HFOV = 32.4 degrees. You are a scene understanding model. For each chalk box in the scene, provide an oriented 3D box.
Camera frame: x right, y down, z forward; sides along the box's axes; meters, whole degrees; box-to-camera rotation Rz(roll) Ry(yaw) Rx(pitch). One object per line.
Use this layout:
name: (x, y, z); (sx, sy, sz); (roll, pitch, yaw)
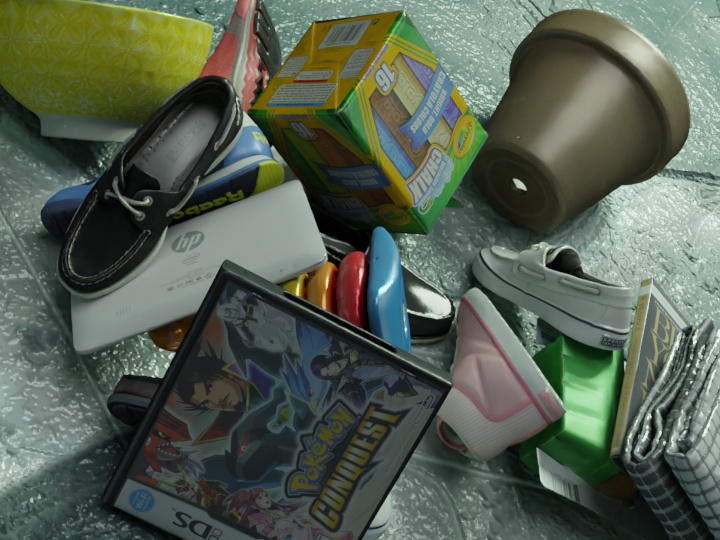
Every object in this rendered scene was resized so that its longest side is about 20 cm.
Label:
chalk box: (0.019, -0.115, 1.117); (0.200, 0.124, 0.124); (51, 60, -34)

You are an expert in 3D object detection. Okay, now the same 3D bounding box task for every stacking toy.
stacking toy: (-0.064, 0.044, 0.944); (0.199, 0.110, 0.116); (-5, 32, 6)

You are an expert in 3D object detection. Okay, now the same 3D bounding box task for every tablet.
tablet: (-0.129, -0.007, 0.960); (0.199, 0.014, 0.130); (-20, 34, -2)

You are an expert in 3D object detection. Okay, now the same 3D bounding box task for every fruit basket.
fruit basket: (0.230, 0.154, 1.107); (0.199, 0.094, 0.186); (32, 43, -26)

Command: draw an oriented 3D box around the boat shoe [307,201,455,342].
boat shoe: (0.000, 0.002, 1.100); (0.201, 0.063, 0.074); (27, 42, -10)

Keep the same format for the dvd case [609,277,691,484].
dvd case: (0.278, 0.125, 1.088); (0.149, 0.016, 0.201); (46, 43, -25)

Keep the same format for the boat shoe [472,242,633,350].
boat shoe: (0.175, 0.007, 1.132); (0.072, 0.066, 0.200); (7, 16, -29)

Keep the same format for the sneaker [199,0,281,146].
sneaker: (-0.126, -0.179, 1.150); (0.086, 0.074, 0.201); (-4, 59, 13)

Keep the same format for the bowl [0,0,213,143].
bowl: (-0.228, -0.165, 1.054); (0.199, 0.200, 0.108); (3, 95, -28)

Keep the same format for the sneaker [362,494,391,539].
sneaker: (-0.014, 0.115, 0.989); (0.073, 0.071, 0.201); (2, 53, -29)

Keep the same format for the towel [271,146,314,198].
towel: (-0.029, -0.131, 1.219); (0.199, 0.024, 0.148); (2, 54, -29)

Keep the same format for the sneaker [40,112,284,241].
sneaker: (-0.167, -0.077, 1.024); (0.199, 0.074, 0.083); (-16, 66, -9)

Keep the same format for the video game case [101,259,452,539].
video game case: (-0.061, 0.119, 0.878); (0.180, 0.201, 0.026); (27, 16, -7)

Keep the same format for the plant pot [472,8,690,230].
plant pot: (0.208, -0.135, 1.266); (0.200, 0.200, 0.175); (40, 63, 5)

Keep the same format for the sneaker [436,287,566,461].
sneaker: (0.098, 0.092, 1.074); (0.075, 0.104, 0.200); (49, 7, -26)

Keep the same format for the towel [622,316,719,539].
towel: (0.302, 0.152, 1.029); (0.166, 0.085, 0.200); (54, 42, -16)

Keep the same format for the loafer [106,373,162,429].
loafer: (-0.088, 0.109, 0.934); (0.199, 0.072, 0.063); (17, 62, -2)

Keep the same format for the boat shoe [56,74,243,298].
boat shoe: (-0.161, -0.067, 0.946); (0.074, 0.060, 0.200); (40, 76, 6)
